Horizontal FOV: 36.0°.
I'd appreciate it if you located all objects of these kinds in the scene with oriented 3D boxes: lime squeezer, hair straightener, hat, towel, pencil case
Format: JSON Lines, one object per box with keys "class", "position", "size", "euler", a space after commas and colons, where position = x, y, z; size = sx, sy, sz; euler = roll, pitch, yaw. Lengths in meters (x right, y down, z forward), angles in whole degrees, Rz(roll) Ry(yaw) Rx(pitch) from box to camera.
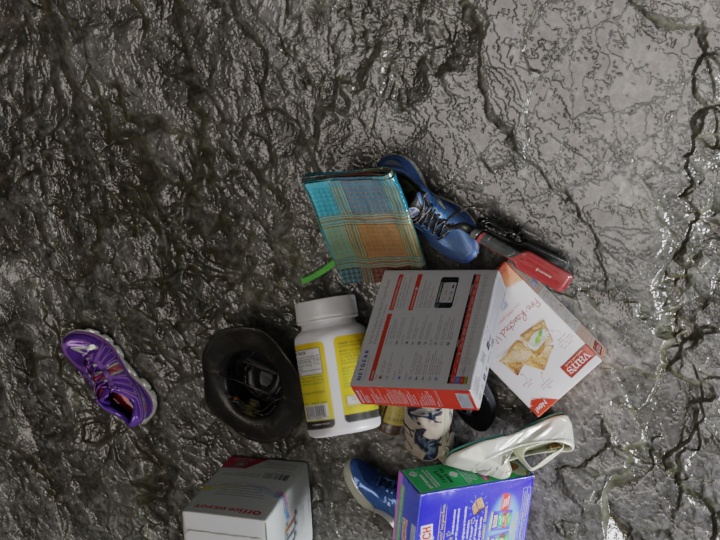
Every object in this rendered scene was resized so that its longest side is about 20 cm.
{"class": "lime squeezer", "position": [0.000, 0.000, 1.677], "size": [0.197, 0.038, 0.072], "euler": [5, 107, 16]}
{"class": "hair straightener", "position": [0.210, -0.038, 1.578], "size": [0.198, 0.077, 0.041], "euler": [22, 123, -9]}
{"class": "hat", "position": [-0.157, 0.167, 1.754], "size": [0.198, 0.081, 0.204], "euler": [11, 117, 22]}
{"class": "towel", "position": [0.009, -0.059, 1.585], "size": [0.145, 0.022, 0.202], "euler": [-2, 130, 24]}
{"class": "pencil case", "position": [0.104, 0.187, 1.619], "size": [0.089, 0.078, 0.202], "euler": [25, 135, 31]}

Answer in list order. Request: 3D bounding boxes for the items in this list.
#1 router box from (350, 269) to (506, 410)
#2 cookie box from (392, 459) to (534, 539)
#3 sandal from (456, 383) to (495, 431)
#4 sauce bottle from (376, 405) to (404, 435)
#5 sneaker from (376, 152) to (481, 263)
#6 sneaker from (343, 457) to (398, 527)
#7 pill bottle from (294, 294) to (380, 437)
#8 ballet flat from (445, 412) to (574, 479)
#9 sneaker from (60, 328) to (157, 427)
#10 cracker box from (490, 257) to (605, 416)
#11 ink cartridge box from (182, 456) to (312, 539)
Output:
{"class": "router box", "position": [0.096, 0.091, 1.538], "size": [0.177, 0.202, 0.049], "euler": [0, 142, 26]}
{"class": "cookie box", "position": [0.150, 0.377, 1.657], "size": [0.197, 0.075, 0.174], "euler": [-4, 110, -26]}
{"class": "sandal", "position": [0.148, 0.161, 1.640], "size": [0.075, 0.043, 0.202], "euler": [10, 131, 39]}
{"class": "sauce bottle", "position": [0.071, 0.151, 1.682], "size": [0.064, 0.065, 0.202], "euler": [22, 112, 10]}
{"class": "sneaker", "position": [0.090, -0.081, 1.596], "size": [0.200, 0.089, 0.079], "euler": [42, 114, 3]}
{"class": "sneaker", "position": [0.072, 0.349, 1.730], "size": [0.200, 0.077, 0.111], "euler": [47, 119, -4]}
{"class": "pill bottle", "position": [-0.038, 0.143, 1.671], "size": [0.113, 0.114, 0.203], "euler": [-10, 86, 20]}
{"class": "ballet flat", "position": [0.225, 0.267, 1.622], "size": [0.197, 0.069, 0.070], "euler": [-17, 102, -9]}
{"class": "sneaker", "position": [-0.423, 0.177, 1.840], "size": [0.200, 0.083, 0.081], "euler": [42, 113, 4]}
{"class": "cracker box", "position": [0.240, 0.094, 1.615], "size": [0.200, 0.058, 0.134], "euler": [44, 114, 1]}
{"class": "ink cartridge box", "position": [-0.176, 0.407, 1.762], "size": [0.143, 0.200, 0.147], "euler": [3, 106, 17]}
